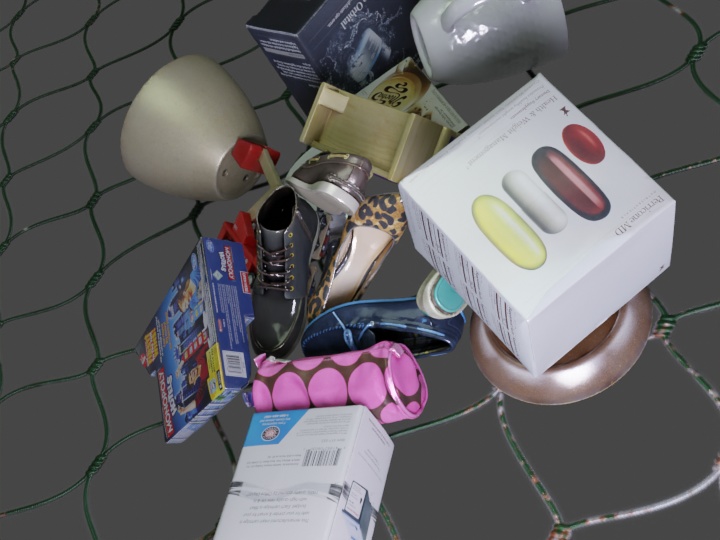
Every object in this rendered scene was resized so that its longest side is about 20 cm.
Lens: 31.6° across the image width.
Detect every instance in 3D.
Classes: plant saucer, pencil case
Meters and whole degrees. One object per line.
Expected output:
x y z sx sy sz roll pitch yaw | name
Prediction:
0.207 0.045 1.343 0.198 0.032 0.202 -12 53 16 | plant saucer
-0.026 0.127 1.395 0.198 0.095 0.090 -11 3 29 | pencil case

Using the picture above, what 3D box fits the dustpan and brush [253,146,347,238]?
-0.077 -0.094 1.679 0.198 0.057 0.141 -14 66 23 | dustpan and brush

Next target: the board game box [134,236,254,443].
-0.201 0.098 1.539 0.200 0.061 0.202 -42 50 43 | board game box

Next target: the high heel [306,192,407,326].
0.000 0.000 1.474 0.200 0.071 0.144 -42 31 54 | high heel

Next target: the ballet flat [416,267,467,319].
0.127 -0.030 1.399 0.200 0.068 0.062 -47 13 -16 | ballet flat

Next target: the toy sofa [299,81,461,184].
0.026 -0.157 1.534 0.199 0.097 0.084 27 97 47 | toy sofa

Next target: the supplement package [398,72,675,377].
0.178 -0.045 1.276 0.191 0.147 0.200 -38 64 -8 | supplement package

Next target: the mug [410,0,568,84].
0.157 -0.318 1.595 0.173 0.200 0.149 -20 82 -2 | mug

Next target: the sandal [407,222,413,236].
0.144 -0.023 1.462 0.205 0.059 0.080 29 77 24 | sandal

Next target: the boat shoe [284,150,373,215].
-0.036 -0.107 1.488 0.060 0.071 0.200 -59 16 -4 | boat shoe

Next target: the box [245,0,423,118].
-0.017 -0.323 1.736 0.117 0.201 0.197 20 65 45 | box

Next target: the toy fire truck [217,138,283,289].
-0.127 -0.070 1.644 0.200 0.048 0.142 47 117 50 | toy fire truck

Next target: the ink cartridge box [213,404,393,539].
-0.063 0.249 1.323 0.145 0.086 0.202 -8 49 30 | ink cartridge box

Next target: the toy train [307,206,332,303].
-0.058 -0.040 1.589 0.034 0.046 0.203 12 78 22 | toy train

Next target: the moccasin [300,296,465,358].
0.019 0.074 1.432 0.198 0.081 0.069 -16 38 24 | moccasin

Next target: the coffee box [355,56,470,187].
0.070 -0.173 1.628 0.112 0.080 0.201 -34 40 3 | coffee box

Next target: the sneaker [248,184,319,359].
-0.104 0.003 1.505 0.074 0.106 0.203 6 76 14 | sneaker

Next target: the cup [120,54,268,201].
-0.211 -0.177 1.766 0.143 0.201 0.201 34 74 28 | cup
